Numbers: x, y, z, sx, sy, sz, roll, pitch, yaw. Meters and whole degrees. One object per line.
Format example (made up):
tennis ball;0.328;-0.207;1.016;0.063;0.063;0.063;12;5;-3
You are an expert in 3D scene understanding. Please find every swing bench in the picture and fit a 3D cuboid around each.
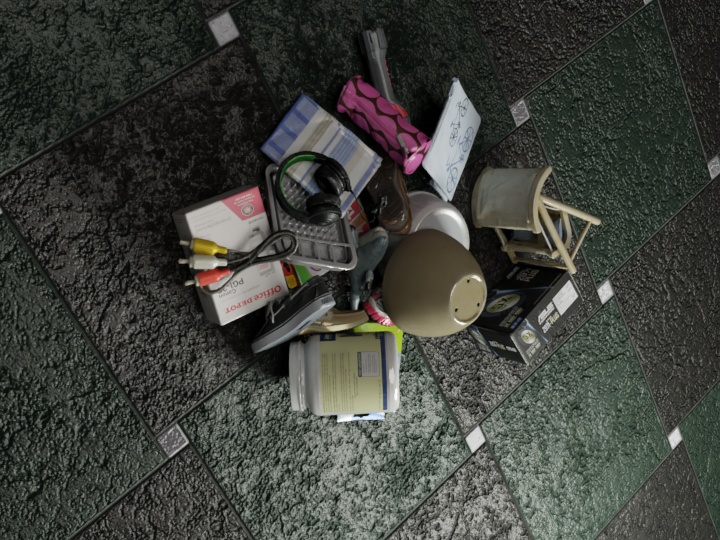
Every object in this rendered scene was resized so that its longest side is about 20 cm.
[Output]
swing bench;0.349;-0.111;1.630;0.199;0.198;0.132;37;78;-27

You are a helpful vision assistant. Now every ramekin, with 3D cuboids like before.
ramekin;0.129;-0.051;1.553;0.198;0.093;0.208;-9;106;-34

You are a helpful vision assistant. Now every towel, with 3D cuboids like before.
towel;-0.069;-0.210;1.437;0.199;0.024;0.148;38;71;-9

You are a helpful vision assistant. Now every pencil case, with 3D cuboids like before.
pencil case;0.040;-0.271;1.442;0.091;0.199;0.093;-54;169;27

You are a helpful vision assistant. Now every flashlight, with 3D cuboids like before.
flashlight;0.046;-0.357;1.505;0.067;0.067;0.205;-19;100;-22

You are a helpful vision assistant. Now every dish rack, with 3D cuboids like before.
dish rack;-0.097;-0.088;1.411;0.168;0.043;0.205;9;57;-34

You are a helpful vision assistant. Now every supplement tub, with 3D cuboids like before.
supplement tub;-0.029;0.189;1.438;0.194;0.145;0.149;-3;98;-1

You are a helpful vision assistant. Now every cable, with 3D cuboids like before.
cable;-0.196;-0.012;1.283;0.194;0.050;0.100;-6;101;-5

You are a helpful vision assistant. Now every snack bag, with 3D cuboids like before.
snack bag;0.179;-0.254;1.559;0.199;0.021;0.193;32;78;-64

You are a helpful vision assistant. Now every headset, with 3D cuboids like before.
headset;-0.052;-0.138;1.364;0.195;0.094;0.126;20;69;-8

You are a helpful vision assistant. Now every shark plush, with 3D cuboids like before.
shark plush;0.000;0.000;1.481;0.089;0.084;0.203;10;121;-34

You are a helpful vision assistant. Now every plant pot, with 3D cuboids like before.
plant pot;0.156;0.037;1.450;0.196;0.133;0.206;-11;109;-34

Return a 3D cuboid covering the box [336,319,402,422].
box;0.018;0.202;1.558;0.119;0.047;0.206;3;93;-30

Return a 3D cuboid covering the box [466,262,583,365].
box;0.346;0.087;1.671;0.200;0.163;0.087;-44;114;-18

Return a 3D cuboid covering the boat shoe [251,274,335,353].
boat shoe;-0.128;0.076;1.359;0.073;0.198;0.069;-15;72;-50

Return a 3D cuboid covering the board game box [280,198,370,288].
board game box;-0.067;-0.051;1.491;0.197;0.030;0.098;-30;110;-22

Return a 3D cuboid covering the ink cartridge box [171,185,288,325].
ink cartridge box;-0.223;-0.028;1.367;0.144;0.082;0.205;-24;107;-26

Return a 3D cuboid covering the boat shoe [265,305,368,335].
boat shoe;-0.080;0.082;1.460;0.194;0.072;0.067;-5;90;-12

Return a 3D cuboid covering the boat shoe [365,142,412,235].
boat shoe;0.054;-0.152;1.492;0.072;0.074;0.205;40;35;-54

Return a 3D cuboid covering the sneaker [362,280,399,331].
sneaker;0.095;0.073;1.541;0.197;0.081;0.075;14;117;-47
